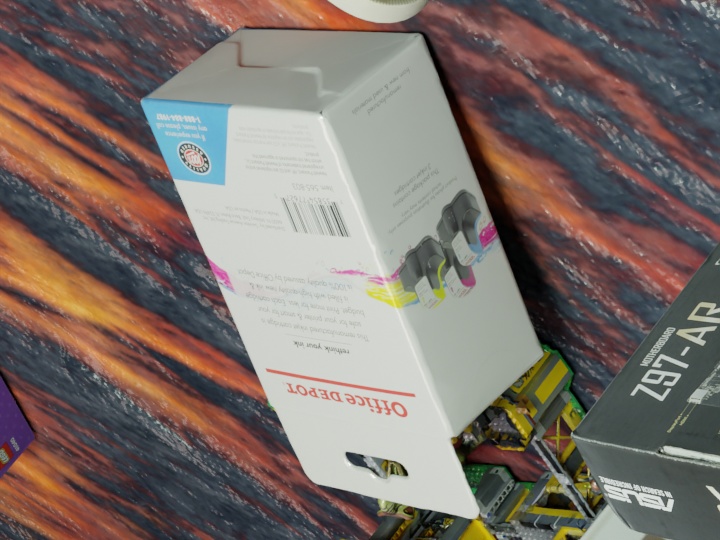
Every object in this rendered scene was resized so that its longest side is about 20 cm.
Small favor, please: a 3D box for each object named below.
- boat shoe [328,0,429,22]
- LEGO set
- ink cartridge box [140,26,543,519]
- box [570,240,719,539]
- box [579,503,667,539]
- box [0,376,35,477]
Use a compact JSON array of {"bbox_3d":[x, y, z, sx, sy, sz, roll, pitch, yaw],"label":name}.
[{"bbox_3d":[-0.045,-0.170,0.992,0.200,0.072,0.060,37,147,-4],"label":"boat shoe"},{"bbox_3d":[0.030,0.112,1.263,0.200,0.116,0.154,8,139,45],"label":"LEGO set"},{"bbox_3d":[0.000,0.000,1.155,0.115,0.068,0.200,8,129,46],"label":"ink cartridge box"},{"bbox_3d":[0.183,0.007,0.831,0.160,0.200,0.044,7,138,45],"label":"box"},{"bbox_3d":[0.175,0.160,1.069,0.200,0.199,0.171,34,153,14],"label":"box"},{"bbox_3d":[-0.286,0.030,1.618,0.137,0.039,0.200,18,146,36],"label":"box"}]
